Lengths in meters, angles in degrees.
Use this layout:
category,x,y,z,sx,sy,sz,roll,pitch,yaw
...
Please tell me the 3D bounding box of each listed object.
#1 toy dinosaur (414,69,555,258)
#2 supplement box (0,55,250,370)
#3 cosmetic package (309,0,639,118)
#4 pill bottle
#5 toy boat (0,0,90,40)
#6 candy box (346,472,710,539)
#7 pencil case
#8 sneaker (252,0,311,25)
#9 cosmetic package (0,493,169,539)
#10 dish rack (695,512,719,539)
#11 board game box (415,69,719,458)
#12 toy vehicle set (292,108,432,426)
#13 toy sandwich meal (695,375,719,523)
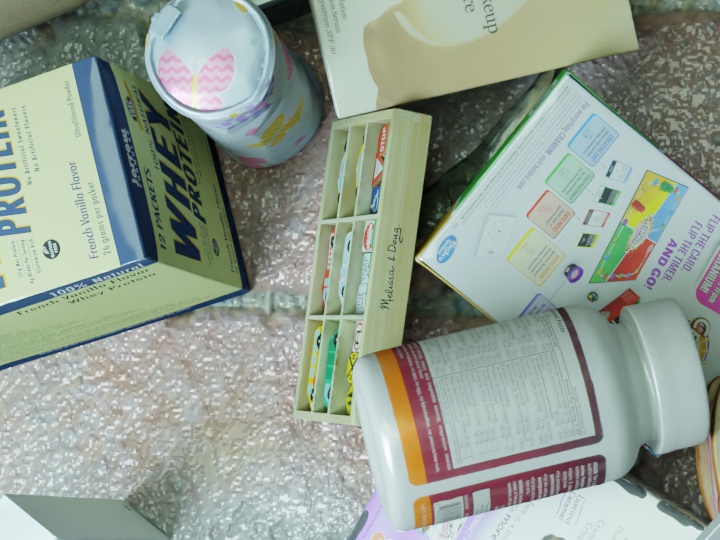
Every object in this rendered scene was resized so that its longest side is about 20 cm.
category,x,y,z,sx,sy,sz,roll,pitch,yaw
toy dinosaur,0.085,-0.045,1.703,0.088,0.047,0.200,43,94,24
supplement box,-0.206,-0.031,1.707,0.199,0.200,0.135,-18,79,14
cosmetic package,0.070,-0.169,1.671,0.199,0.071,0.106,-14,98,2
pill bottle,0.102,0.083,1.573,0.199,0.110,0.110,-13,79,-5
toy boat,-0.255,-0.243,1.804,0.199,0.131,0.131,-20,49,14
candy box,0.102,0.185,1.655,0.199,0.072,0.168,32,93,18
pencil case,-0.079,-0.124,1.683,0.083,0.200,0.091,-41,81,2
sneaker,-0.043,-0.253,1.741,0.201,0.077,0.147,-26,86,5
cosmetic package,-0.214,0.219,1.680,0.052,0.200,0.151,34,95,17
dish rack,0.273,0.204,1.562,0.199,0.044,0.172,32,112,-19
board game box,0.157,-0.005,1.642,0.200,0.040,0.153,40,96,-3
toy vehicle set,0.000,0.000,1.685,0.026,0.124,0.202,9,85,-19
toy sandwich meal,0.304,0.100,1.590,0.204,0.070,0.207,-1,85,8
